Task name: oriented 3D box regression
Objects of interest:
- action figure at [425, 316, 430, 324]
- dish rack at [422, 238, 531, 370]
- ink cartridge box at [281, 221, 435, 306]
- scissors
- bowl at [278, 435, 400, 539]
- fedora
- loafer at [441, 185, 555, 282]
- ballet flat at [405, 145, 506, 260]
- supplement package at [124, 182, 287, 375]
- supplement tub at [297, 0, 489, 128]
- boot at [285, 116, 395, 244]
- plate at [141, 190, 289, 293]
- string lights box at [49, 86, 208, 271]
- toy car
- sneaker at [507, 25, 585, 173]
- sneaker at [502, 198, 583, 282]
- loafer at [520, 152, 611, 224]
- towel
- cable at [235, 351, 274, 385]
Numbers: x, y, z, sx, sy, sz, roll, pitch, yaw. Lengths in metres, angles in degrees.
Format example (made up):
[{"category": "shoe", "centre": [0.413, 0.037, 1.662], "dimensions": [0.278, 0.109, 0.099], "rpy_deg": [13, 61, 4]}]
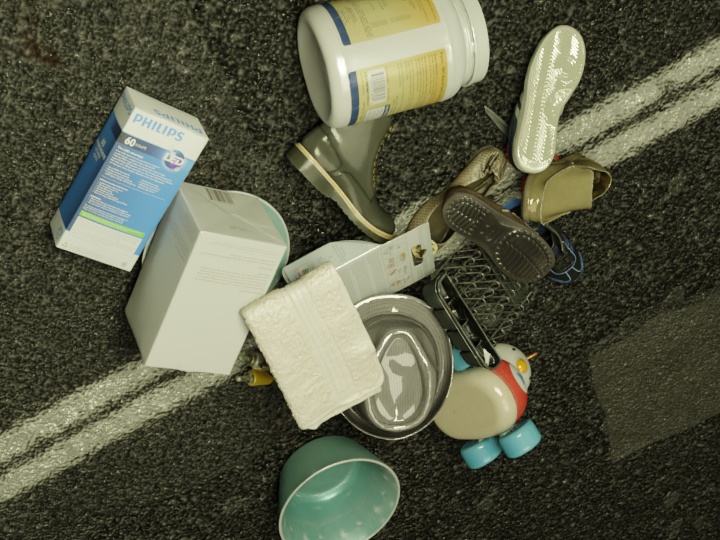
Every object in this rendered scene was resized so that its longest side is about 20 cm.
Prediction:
[{"category": "action figure", "centre": [0.042, 0.107, 1.583], "dimensions": [0.198, 0.119, 0.103], "rpy_deg": [-15, 99, -6]}, {"category": "dish rack", "centre": [0.177, 0.026, 1.546], "dimensions": [0.200, 0.054, 0.154], "rpy_deg": [-47, 113, -36]}, {"category": "ink cartridge box", "centre": [0.000, 0.000, 1.490], "dimensions": [0.199, 0.057, 0.163], "rpy_deg": [-32, 156, -7]}, {"category": "scissors", "centre": [0.233, -0.175, 1.538], "dimensions": [0.073, 0.014, 0.200], "rpy_deg": [-32, 129, 1]}, {"category": "bowl", "centre": [-0.048, 0.336, 1.708], "dimensions": [0.199, 0.105, 0.202], "rpy_deg": [-12, 128, -16]}, {"category": "fedora", "centre": [0.046, 0.136, 1.482], "dimensions": [0.175, 0.090, 0.202], "rpy_deg": [7, 94, -7]}, {"category": "loafer", "centre": [0.189, -0.059, 1.496], "dimensions": [0.073, 0.071, 0.200], "rpy_deg": [-41, 119, 20]}, {"category": "ballet flat", "centre": [0.134, -0.088, 1.528], "dimensions": [0.067, 0.046, 0.200], "rpy_deg": [33, 105, -37]}, {"category": "supplement package", "centre": [-0.196, 0.012, 1.362], "dimensions": [0.120, 0.120, 0.201], "rpy_deg": [10, 118, -33]}, {"category": "supplement tub", "centre": [0.038, -0.259, 1.295], "dimensions": [0.198, 0.145, 0.145], "rpy_deg": [-16, 129, -14]}, {"category": "boot", "centre": [0.016, -0.134, 1.425], "dimensions": [0.138, 0.078, 0.200], "rpy_deg": [-46, 131, 4]}, {"category": "plate", "centre": [-0.190, -0.022, 1.437], "dimensions": [0.198, 0.026, 0.202], "rpy_deg": [-12, 128, -16]}, {"category": "string lights box", "centre": [-0.278, -0.106, 1.312], "dimensions": [0.102, 0.059, 0.201], "rpy_deg": [21, 112, -36]}, {"category": "toy car", "centre": [0.214, 0.166, 1.685], "dimensions": [0.200, 0.185, 0.177], "rpy_deg": [-34, -177, -39]}, {"category": "sneaker", "centre": [0.238, -0.228, 1.467], "dimensions": [0.074, 0.084, 0.202], "rpy_deg": [20, 89, -10]}, {"category": "sneaker", "centre": [0.277, -0.027, 1.619], "dimensions": [0.070, 0.078, 0.200], "rpy_deg": [-46, 129, 11]}, {"category": "loafer", "centre": [0.285, -0.116, 1.512], "dimensions": [0.200, 0.067, 0.077], "rpy_deg": [-33, 129, -46]}, {"category": "towel", "centre": [-0.055, 0.099, 1.372], "dimensions": [0.132, 0.034, 0.201], "rpy_deg": [-29, 118, -6]}, {"category": "cable", "centre": [-0.092, 0.138, 1.603], "dimensions": [0.199, 0.050, 0.098], "rpy_deg": [22, 95, -48]}]
